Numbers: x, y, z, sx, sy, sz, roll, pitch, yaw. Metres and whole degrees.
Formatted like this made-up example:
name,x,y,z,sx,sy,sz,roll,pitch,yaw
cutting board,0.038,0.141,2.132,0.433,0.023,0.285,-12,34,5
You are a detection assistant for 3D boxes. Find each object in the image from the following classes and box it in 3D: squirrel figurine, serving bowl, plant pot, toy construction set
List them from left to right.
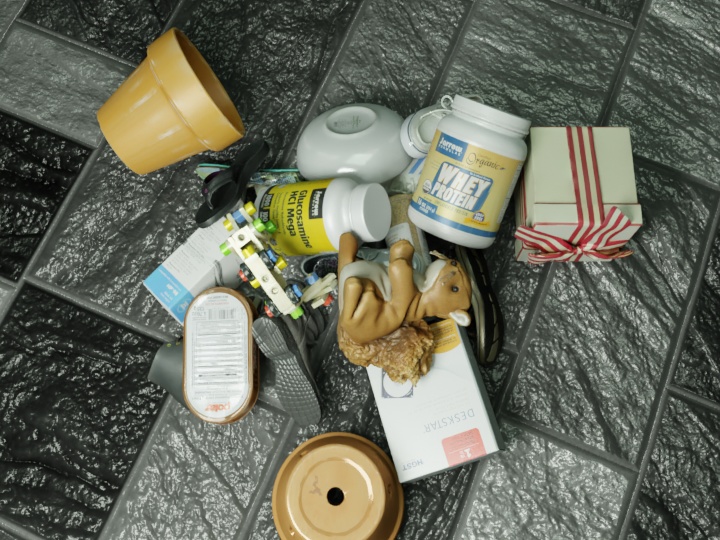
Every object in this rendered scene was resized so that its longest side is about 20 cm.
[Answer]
name,x,y,z,sx,sy,sz,roll,pitch,yaw
plant pot,-0.318,-0.257,1.327,0.182,0.200,0.202,-32,73,6
toy construction set,-0.124,-0.004,1.173,0.200,0.131,0.092,41,99,-11
plant pot,-0.032,0.324,1.147,0.197,0.140,0.203,0,72,0
serving bowl,-0.012,-0.215,1.318,0.197,0.066,0.201,-7,41,6
squirrel figurine,0.062,0.056,1.150,0.184,0.142,0.203,1,114,-7

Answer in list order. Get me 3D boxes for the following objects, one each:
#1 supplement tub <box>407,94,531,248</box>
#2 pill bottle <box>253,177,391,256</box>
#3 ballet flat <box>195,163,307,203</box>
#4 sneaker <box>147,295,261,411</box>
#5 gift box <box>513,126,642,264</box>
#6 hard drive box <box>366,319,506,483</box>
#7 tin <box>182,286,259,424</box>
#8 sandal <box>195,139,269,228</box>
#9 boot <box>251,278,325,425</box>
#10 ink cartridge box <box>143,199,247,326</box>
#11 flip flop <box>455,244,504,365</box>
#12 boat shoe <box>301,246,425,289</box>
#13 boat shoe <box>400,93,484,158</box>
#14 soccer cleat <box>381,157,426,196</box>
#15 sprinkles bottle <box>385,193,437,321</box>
name,x,y,z,sx,sy,sz,roll,pitch,yaw
supplement tub,0.167,-0.150,1.234,0.143,0.145,0.202,21,105,7
pill bottle,-0.058,-0.082,1.239,0.198,0.112,0.114,-3,68,32
ballet flat,-0.177,-0.138,1.343,0.197,0.074,0.075,3,71,5
sneaker,-0.239,0.108,1.252,0.105,0.075,0.201,30,75,6
gift box,0.325,-0.110,1.263,0.182,0.200,0.189,-2,72,5
hard drive box,0.108,0.192,1.203,0.154,0.077,0.202,-22,72,12
tin,-0.207,0.124,1.197,0.110,0.042,0.203,-4,80,10
sandal,-0.207,-0.141,1.250,0.075,0.048,0.202,-14,37,37
boot,-0.084,0.123,1.242,0.069,0.202,0.132,-6,24,26
ink cartridge box,-0.229,-0.010,1.269,0.067,0.116,0.200,39,77,19
flip flop,0.176,0.051,1.276,0.057,0.081,0.203,-20,78,30
boat shoe,0.000,-0.001,1.256,0.198,0.071,0.071,-2,80,25
boat shoe,0.146,-0.243,1.316,0.201,0.086,0.075,-32,97,-46
soccer cleat,0.095,-0.150,1.335,0.197,0.070,0.087,-15,55,-7
sprinkles bottle,0.080,-0.019,1.298,0.067,0.068,0.203,-11,71,-3
